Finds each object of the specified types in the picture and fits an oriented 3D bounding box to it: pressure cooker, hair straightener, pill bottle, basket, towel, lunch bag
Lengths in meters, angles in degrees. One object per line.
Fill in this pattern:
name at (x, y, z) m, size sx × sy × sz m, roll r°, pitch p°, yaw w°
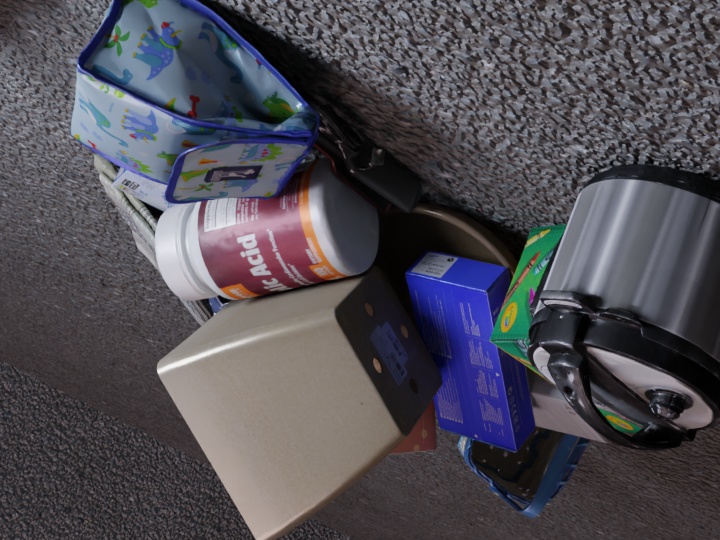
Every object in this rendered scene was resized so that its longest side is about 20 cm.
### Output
pressure cooker at (0.225, 0.038, 1.100) m, size 0.174 × 0.202 × 0.179 m, roll 20°, pitch 163°, yaw 6°
hair straightener at (-0.007, -0.116, 1.233) m, size 0.077 × 0.041 × 0.200 m, roll 3°, pitch 149°, yaw 47°
pill bottle at (-0.092, -0.035, 1.335) m, size 0.198 × 0.115 × 0.114 m, roll -12°, pitch 146°, yaw 28°
basket at (0.200, 0.191, 1.608) m, size 0.139 × 0.177 × 0.200 m, roll 33°, pitch 171°, yaw -18°
towel at (-0.239, -0.026, 1.620) m, size 0.200 × 0.034 × 0.193 m, roll 52°, pitch 172°, yaw 22°
lunch bag at (-0.140, -0.135, 1.180) m, size 0.199 × 0.128 × 0.170 m, roll 26°, pitch 162°, yaw -7°

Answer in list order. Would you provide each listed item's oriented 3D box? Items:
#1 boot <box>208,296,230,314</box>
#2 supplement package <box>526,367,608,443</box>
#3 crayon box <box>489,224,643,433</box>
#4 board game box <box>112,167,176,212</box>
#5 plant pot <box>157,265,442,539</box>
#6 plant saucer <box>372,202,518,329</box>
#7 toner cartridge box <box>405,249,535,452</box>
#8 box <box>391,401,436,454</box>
boot at (-0.143, 0.005, 1.576) m, size 0.072 × 0.201 × 0.091 m, roll -19°, pitch 132°, yaw -1°
supplement package at (0.172, 0.091, 1.459) m, size 0.199 × 0.115 × 0.110 m, roll 11°, pitch 158°, yaw 38°
crayon box at (0.222, 0.058, 1.294) m, size 0.199 × 0.120 × 0.058 m, roll 34°, pitch 159°, yaw -30°
board game box at (-0.148, -0.083, 1.473) m, size 0.198 × 0.044 × 0.200 m, roll 28°, pitch 161°, yaw -16°
plant pot at (-0.039, 0.106, 1.326) m, size 0.176 × 0.200 × 0.201 m, roll -26°, pitch 98°, yaw 25°
plant saucer at (0.087, 0.010, 1.371) m, size 0.199 × 0.030 × 0.201 m, roll 25°, pitch 141°, yaw 21°
toner cartridge box at (0.109, 0.080, 1.352) m, size 0.094 × 0.043 × 0.201 m, roll 15°, pitch 133°, yaw 35°
box at (-0.018, 0.148, 1.677) m, size 0.198 × 0.154 × 0.106 m, roll -1°, pitch 177°, yaw -32°
